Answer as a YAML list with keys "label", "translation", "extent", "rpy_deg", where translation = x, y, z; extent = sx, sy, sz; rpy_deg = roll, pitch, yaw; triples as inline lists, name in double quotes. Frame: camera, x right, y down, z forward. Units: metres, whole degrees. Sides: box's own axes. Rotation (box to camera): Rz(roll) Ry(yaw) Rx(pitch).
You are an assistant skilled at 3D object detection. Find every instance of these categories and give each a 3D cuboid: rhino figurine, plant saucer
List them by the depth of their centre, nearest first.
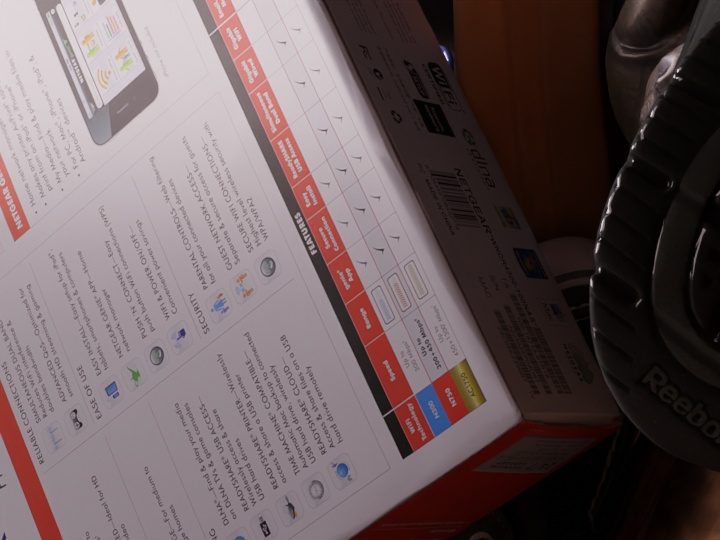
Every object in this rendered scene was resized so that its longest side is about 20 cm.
- label: "rhino figurine"
  translation: [0.093, -0.060, 0.562]
  extent: [0.200, 0.059, 0.088]
  rpy_deg: [-70, -15, -57]
- label: "plant saucer"
  translation: [0.067, -0.068, 0.660]
  extent: [0.200, 0.037, 0.201]
  rpy_deg: [-2, -90, -74]

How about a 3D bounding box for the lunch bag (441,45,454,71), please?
- label: "lunch bag"
  translation: [0.000, 0.000, 0.909]
  extent: [0.201, 0.132, 0.136]
  rpy_deg: [-65, 20, -9]

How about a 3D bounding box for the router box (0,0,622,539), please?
- label: "router box"
  translation: [-0.048, -0.002, 0.592]
  extent: [0.179, 0.201, 0.049]
  rpy_deg: [-36, -23, 29]

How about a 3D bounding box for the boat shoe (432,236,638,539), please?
- label: "boat shoe"
  translation: [0.028, 0.088, 0.594]
  extent: [0.200, 0.070, 0.066]
  rpy_deg: [-59, 27, 16]

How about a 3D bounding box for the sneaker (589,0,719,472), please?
- label: "sneaker"
  translation: [0.095, -0.058, 0.415]
  extent: [0.201, 0.076, 0.091]
  rpy_deg: [-63, -6, -2]

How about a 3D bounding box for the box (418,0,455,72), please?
- label: "box"
  translation: [0.052, -0.179, 0.981]
  extent: [0.123, 0.198, 0.201]
  rpy_deg: [-100, 33, -67]
